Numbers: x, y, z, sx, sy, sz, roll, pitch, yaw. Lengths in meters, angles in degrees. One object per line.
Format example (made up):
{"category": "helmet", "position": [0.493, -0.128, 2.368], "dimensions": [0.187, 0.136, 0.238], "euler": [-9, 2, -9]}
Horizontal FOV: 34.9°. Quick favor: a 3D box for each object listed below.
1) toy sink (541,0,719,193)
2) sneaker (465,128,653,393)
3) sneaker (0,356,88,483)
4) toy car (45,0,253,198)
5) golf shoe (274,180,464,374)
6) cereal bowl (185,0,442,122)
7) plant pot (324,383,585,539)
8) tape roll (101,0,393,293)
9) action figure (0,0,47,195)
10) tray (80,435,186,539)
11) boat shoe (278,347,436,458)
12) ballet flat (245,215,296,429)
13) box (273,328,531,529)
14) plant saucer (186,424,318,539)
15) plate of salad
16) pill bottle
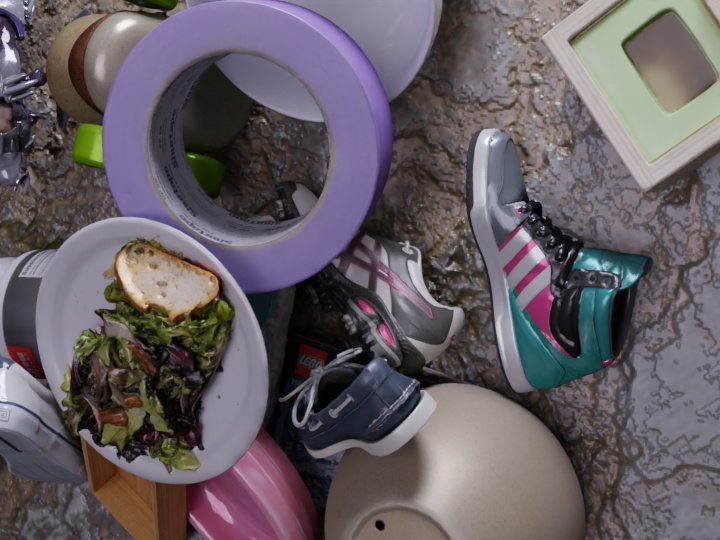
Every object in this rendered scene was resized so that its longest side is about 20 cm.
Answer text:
{"category": "toy sink", "position": [0.246, -0.163, 0.776], "dimensions": [0.199, 0.112, 0.131], "euler": [-35, 82, 21]}
{"category": "sneaker", "position": [0.151, -0.013, 0.842], "dimensions": [0.119, 0.083, 0.203], "euler": [-9, 99, 28]}
{"category": "sneaker", "position": [-0.278, 0.134, 0.996], "dimensions": [0.072, 0.201, 0.072], "euler": [3, 64, 4]}
{"category": "toy car", "position": [-0.201, -0.163, 0.971], "dimensions": [0.199, 0.157, 0.166], "euler": [13, 90, 47]}
{"category": "golf shoe", "position": [0.000, 0.000, 0.923], "dimensions": [0.087, 0.077, 0.201], "euler": [-28, 65, -16]}
{"category": "cereal bowl", "position": [-0.028, -0.218, 0.864], "dimensions": [0.198, 0.084, 0.202], "euler": [11, 128, 15]}
{"category": "plant pot", "position": [0.052, 0.194, 0.833], "dimensions": [0.198, 0.134, 0.203], "euler": [2, 96, 23]}
{"category": "tape roll", "position": [-0.078, -0.091, 0.823], "dimensions": [0.197, 0.085, 0.203], "euler": [2, 103, 9]}
{"category": "action figure", "position": [-0.311, -0.163, 1.009], "dimensions": [0.130, 0.069, 0.203], "euler": [-31, 66, 58]}
{"category": "tray", "position": [-0.189, 0.168, 0.958], "dimensions": [0.098, 0.037, 0.201], "euler": [42, 150, 18]}
{"category": "boat shoe", "position": [-0.012, 0.096, 0.830], "dimensions": [0.075, 0.200, 0.062], "euler": [-42, 97, -16]}
{"category": "ballet flat", "position": [-0.085, 0.043, 0.948], "dimensions": [0.071, 0.072, 0.202], "euler": [18, 113, 20]}
{"category": "box", "position": [0.026, 0.144, 0.932], "dimensions": [0.198, 0.040, 0.139], "euler": [19, 102, 20]}
{"category": "plant saucer", "position": [-0.103, 0.171, 0.925], "dimensions": [0.200, 0.051, 0.202], "euler": [36, 149, 26]}
{"category": "plate of salad", "position": [-0.156, 0.063, 0.811], "dimensions": [0.198, 0.048, 0.203], "euler": [8, 110, 22]}
{"category": "pill bottle", "position": [-0.244, 0.039, 0.996], "dimensions": [0.198, 0.114, 0.116], "euler": [0, 95, 22]}
